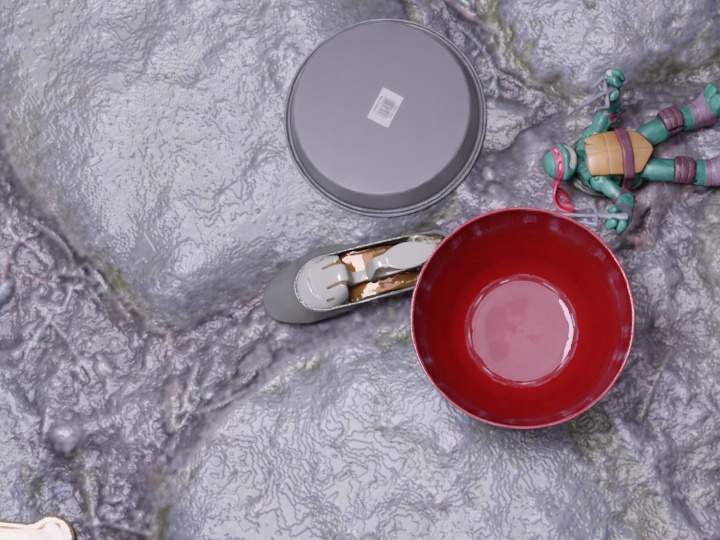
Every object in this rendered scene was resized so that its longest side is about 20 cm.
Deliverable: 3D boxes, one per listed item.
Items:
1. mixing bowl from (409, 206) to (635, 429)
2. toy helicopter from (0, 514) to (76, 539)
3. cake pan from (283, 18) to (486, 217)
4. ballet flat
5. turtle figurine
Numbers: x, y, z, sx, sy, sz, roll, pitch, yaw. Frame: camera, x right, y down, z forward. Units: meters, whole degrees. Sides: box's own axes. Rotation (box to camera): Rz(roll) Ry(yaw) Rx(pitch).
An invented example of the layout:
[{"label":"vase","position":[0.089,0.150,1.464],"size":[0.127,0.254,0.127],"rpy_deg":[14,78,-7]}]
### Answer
[{"label":"mixing bowl","position":[0.148,0.049,1.552],"size":[0.199,0.108,0.201],"rpy_deg":[-1,82,5]},{"label":"toy helicopter","position":[-0.368,0.240,1.599],"size":[0.199,0.079,0.133],"rpy_deg":[4,71,-5]},{"label":"cake pan","position":[0.022,-0.153,1.637],"size":[0.199,0.037,0.201],"rpy_deg":[-1,80,5]},{"label":"ballet flat","position":[0.000,0.000,1.599],"size":[0.199,0.064,0.068],"rpy_deg":[-14,79,3]},{"label":"turtle figurine","position":[0.245,-0.111,1.578],"size":[0.199,0.101,0.150],"rpy_deg":[-9,90,-11]}]
